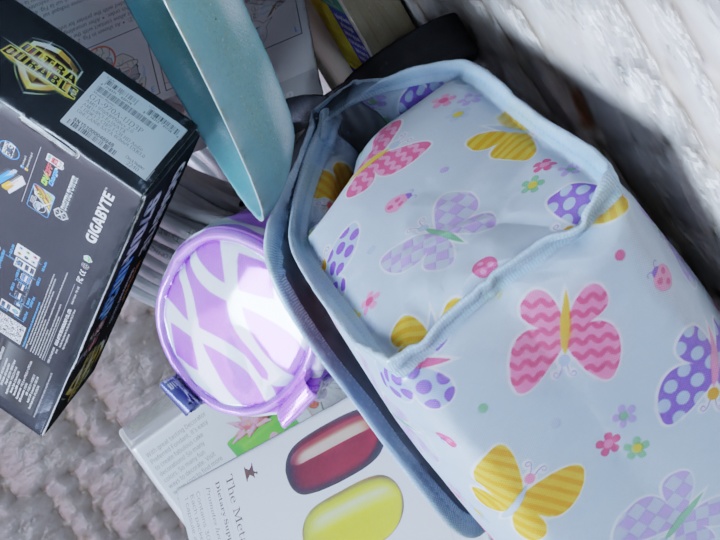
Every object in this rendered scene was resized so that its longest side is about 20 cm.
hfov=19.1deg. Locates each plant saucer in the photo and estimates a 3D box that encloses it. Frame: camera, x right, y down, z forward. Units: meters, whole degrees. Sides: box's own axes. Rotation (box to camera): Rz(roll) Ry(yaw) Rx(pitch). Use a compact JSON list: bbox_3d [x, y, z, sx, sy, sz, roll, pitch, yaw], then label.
[{"bbox_3d":[-0.073,-0.111,0.772,0.201,0.027,0.200,60,174,11],"label":"plant saucer"}]

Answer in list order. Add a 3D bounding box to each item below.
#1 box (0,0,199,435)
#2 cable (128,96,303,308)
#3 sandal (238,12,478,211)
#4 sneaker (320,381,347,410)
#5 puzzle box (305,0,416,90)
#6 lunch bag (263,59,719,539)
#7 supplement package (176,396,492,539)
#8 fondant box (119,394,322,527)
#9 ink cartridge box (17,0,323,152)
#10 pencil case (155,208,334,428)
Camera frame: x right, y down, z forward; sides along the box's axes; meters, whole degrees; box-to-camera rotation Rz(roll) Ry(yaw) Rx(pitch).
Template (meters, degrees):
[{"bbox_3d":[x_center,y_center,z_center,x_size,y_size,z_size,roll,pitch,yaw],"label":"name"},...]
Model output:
[{"bbox_3d":[-0.165,-0.033,0.884,0.159,0.046,0.200,34,143,3],"label":"box"},{"bbox_3d":[-0.094,-0.057,1.095,0.200,0.069,0.200,37,-153,-4],"label":"cable"},{"bbox_3d":[-0.005,-0.071,0.937,0.043,0.076,0.200,57,151,5],"label":"sandal"},{"bbox_3d":[-0.004,0.025,1.011,0.200,0.080,0.071,37,-137,-60],"label":"sneaker"},{"bbox_3d":[-0.001,-0.112,1.063,0.133,0.025,0.200,59,175,-22],"label":"puzzle box"},{"bbox_3d":[0.056,0.025,0.791,0.170,0.127,0.200,52,-179,-28],"label":"lunch bag"},{"bbox_3d":[0.024,0.116,0.974,0.200,0.109,0.114,-32,68,45],"label":"supplement package"},{"bbox_3d":[-0.018,0.129,1.195,0.200,0.144,0.058,56,172,-15],"label":"fondant box"},{"bbox_3d":[-0.121,-0.119,0.951,0.045,0.199,0.177,49,157,42],"label":"ink cartridge box"},{"bbox_3d":[0.000,0.000,0.906,0.085,0.084,0.200,41,-145,15],"label":"pencil case"}]
